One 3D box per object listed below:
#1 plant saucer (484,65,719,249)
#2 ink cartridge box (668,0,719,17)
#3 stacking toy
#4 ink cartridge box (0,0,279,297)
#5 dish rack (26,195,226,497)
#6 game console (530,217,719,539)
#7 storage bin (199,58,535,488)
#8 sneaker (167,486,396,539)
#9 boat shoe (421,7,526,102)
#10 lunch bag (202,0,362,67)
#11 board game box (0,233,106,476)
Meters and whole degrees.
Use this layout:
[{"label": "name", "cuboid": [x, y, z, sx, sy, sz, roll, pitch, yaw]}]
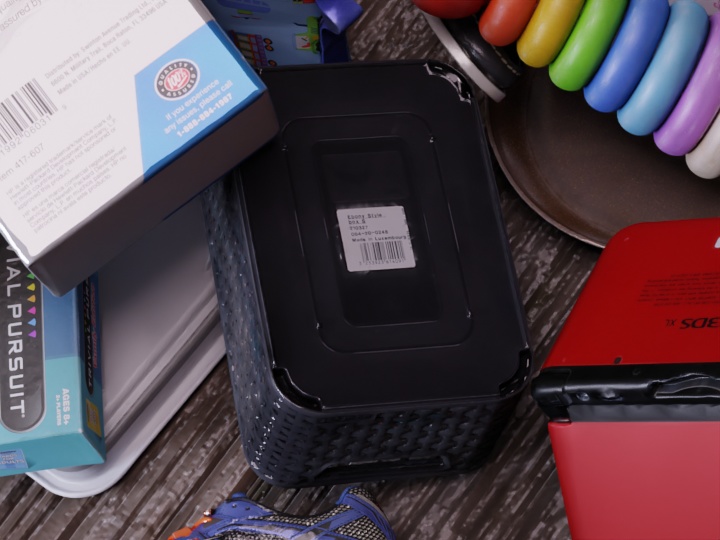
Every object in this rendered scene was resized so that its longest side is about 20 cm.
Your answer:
[{"label": "plant saucer", "cuboid": [0.168, -0.092, 1.539, 0.200, 0.032, 0.200, -5, 64, 10]}, {"label": "ink cartridge box", "cuboid": [0.192, -0.206, 1.518, 0.200, 0.084, 0.145, 6, 41, 6]}, {"label": "stacking toy", "cuboid": [0.114, -0.126, 1.464, 0.200, 0.085, 0.085, 27, 71, -4]}, {"label": "ink cartridge box", "cuboid": [-0.157, -0.112, 1.413, 0.146, 0.084, 0.200, -36, 77, -3]}, {"label": "dish rack", "cuboid": [-0.150, 0.007, 1.552, 0.172, 0.044, 0.200, 34, 76, 23]}, {"label": "game console", "cuboid": [0.197, 0.070, 1.394, 0.200, 0.119, 0.172, -3, 45, 41]}, {"label": "storage bin", "cuboid": [0.000, 0.000, 1.472, 0.135, 0.094, 0.200, -4, 62, -14]}, {"label": "sneaker", "cuboid": [-0.073, 0.154, 1.450, 0.200, 0.075, 0.079, -5, 69, 0]}, {"label": "boat shoe", "cuboid": [0.062, -0.171, 1.553, 0.060, 0.074, 0.200, -31, 38, 15]}, {"label": "lunch bag", "cuboid": [-0.086, -0.179, 1.560, 0.200, 0.151, 0.094, 31, 65, 22]}, {"label": "board game box", "cuboid": [-0.238, 0.038, 1.506, 0.200, 0.047, 0.151, -9, 64, 9]}]
